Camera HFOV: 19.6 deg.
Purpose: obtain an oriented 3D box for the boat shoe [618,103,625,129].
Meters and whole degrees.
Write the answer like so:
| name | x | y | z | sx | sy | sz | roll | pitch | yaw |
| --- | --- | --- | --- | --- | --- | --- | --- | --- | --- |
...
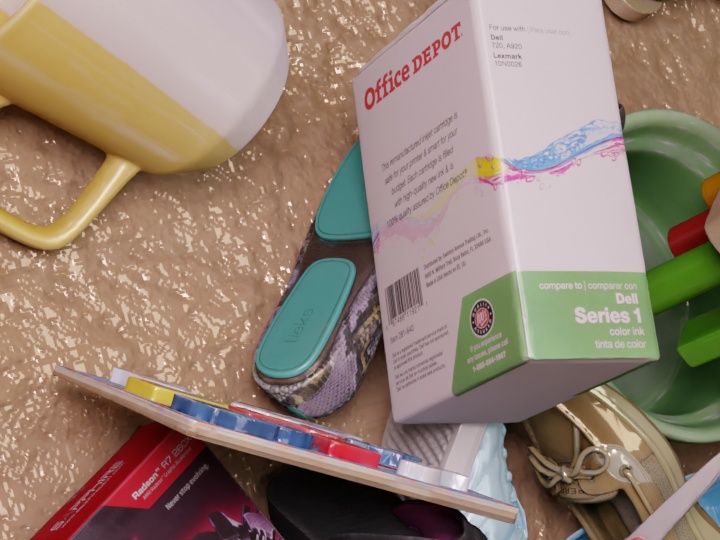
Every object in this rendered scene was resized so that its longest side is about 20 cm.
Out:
| name | x | y | z | sx | sy | sz | roll | pitch | yaw |
| --- | --- | --- | --- | --- | --- | --- | --- | --- | --- |
| boat shoe | 0.106 | -0.144 | 1.237 | 0.072 | 0.067 | 0.200 | 68 | 7 | -47 |

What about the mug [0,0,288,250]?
| name | x | y | z | sx | sy | sz | roll | pitch | yaw |
| --- | --- | --- | --- | --- | --- | --- | --- | --- | --- |
| mug | -0.132 | -0.117 | 1.087 | 0.153 | 0.186 | 0.150 | 37 | 27 | -31 |

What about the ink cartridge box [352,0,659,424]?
| name | x | y | z | sx | sy | sz | roll | pitch | yaw |
| --- | --- | --- | --- | --- | --- | --- | --- | --- | --- |
| ink cartridge box | 0.071 | -0.032 | 1.091 | 0.084 | 0.145 | 0.200 | 1 | 73 | -27 |

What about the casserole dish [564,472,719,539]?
| name | x | y | z | sx | sy | sz | roll | pitch | yaw |
| --- | --- | --- | --- | --- | --- | --- | --- | --- | --- |
| casserole dish | 0.175 | 0.197 | 1.253 | 0.200 | 0.039 | 0.121 | -21 | 90 | -37 |

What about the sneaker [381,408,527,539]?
| name | x | y | z | sx | sy | sz | roll | pitch | yaw |
| --- | --- | --- | --- | --- | --- | --- | --- | --- | --- |
| sneaker | 0.058 | 0.127 | 1.177 | 0.082 | 0.074 | 0.200 | 22 | 76 | -34 |

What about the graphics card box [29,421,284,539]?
| name | x | y | z | sx | sy | sz | roll | pitch | yaw |
| --- | --- | --- | --- | --- | --- | --- | --- | --- | --- |
| graphics card box | -0.079 | 0.190 | 1.074 | 0.200 | 0.051 | 0.125 | 53 | 55 | -13 |

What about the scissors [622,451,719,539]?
| name | x | y | z | sx | sy | sz | roll | pitch | yaw |
| --- | --- | --- | --- | --- | --- | --- | --- | --- | --- |
| scissors | 0.141 | 0.158 | 1.157 | 0.073 | 0.200 | 0.014 | 29 | 14 | 11 |

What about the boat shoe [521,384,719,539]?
| name | x | y | z | sx | sy | sz | roll | pitch | yaw |
| --- | --- | --- | --- | --- | --- | --- | --- | --- | --- |
| boat shoe | 0.146 | 0.135 | 1.186 | 0.063 | 0.073 | 0.201 | -49 | 115 | -28 |

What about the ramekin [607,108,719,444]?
| name | x | y | z | sx | sy | sz | roll | pitch | yaw |
| --- | --- | --- | --- | --- | --- | --- | --- | --- | --- |
| ramekin | 0.165 | 0.011 | 1.257 | 0.200 | 0.098 | 0.201 | 9 | 73 | -33 |

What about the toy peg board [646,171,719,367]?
| name | x | y | z | sx | sy | sz | roll | pitch | yaw |
| --- | --- | --- | --- | --- | --- | --- | --- | --- | --- |
| toy peg board | 0.259 | 0.006 | 1.220 | 0.200 | 0.098 | 0.199 | 49 | 41 | -15 |

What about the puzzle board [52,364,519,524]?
| name | x | y | z | sx | sy | sz | roll | pitch | yaw |
| --- | --- | --- | --- | --- | --- | --- | --- | --- | --- |
| puzzle board | -0.037 | 0.083 | 1.050 | 0.200 | 0.151 | 0.017 | 19 | 88 | -34 |

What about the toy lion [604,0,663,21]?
| name | x | y | z | sx | sy | sz | roll | pitch | yaw |
| --- | --- | --- | --- | --- | --- | --- | --- | --- | --- |
| toy lion | 0.219 | -0.260 | 1.394 | 0.200 | 0.069 | 0.192 | 4 | 68 | -34 |

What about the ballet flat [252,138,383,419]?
| name | x | y | z | sx | sy | sz | roll | pitch | yaw |
| --- | --- | --- | --- | --- | --- | --- | --- | --- | --- |
| ballet flat | 0.000 | 0.000 | 1.177 | 0.072 | 0.072 | 0.201 | 38 | 60 | -21 |

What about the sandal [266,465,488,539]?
| name | x | y | z | sx | sy | sz | roll | pitch | yaw |
| --- | --- | --- | --- | --- | --- | --- | --- | --- | --- |
| sandal | 0.018 | 0.140 | 1.068 | 0.075 | 0.200 | 0.048 | -24 | 125 | -33 |
